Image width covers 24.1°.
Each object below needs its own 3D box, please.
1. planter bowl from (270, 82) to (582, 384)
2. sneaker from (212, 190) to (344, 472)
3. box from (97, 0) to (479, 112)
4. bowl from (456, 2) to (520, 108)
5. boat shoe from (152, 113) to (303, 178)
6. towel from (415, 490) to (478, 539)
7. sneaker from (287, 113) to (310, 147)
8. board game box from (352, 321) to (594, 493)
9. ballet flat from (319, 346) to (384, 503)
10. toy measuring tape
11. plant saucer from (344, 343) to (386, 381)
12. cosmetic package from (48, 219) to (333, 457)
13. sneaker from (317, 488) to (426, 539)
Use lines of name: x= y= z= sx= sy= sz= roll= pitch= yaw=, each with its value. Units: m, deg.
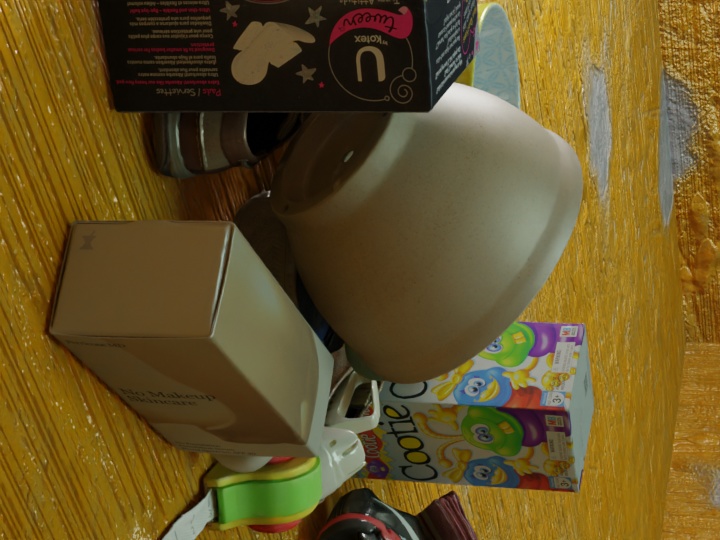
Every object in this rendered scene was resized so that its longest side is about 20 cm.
planter bowl: x=0.027 y=-0.046 z=1.098 sx=0.134 sy=0.199 sz=0.201 roll=38 pitch=47 yaw=-27
sneaker: x=-0.051 y=0.057 z=1.173 sx=0.111 sy=0.076 sz=0.202 roll=47 pitch=40 yaw=-53
box: x=-0.040 y=-0.162 z=0.995 sx=0.132 sy=0.198 sz=0.116 roll=-52 pitch=141 yaw=-62
bowl: x=0.073 y=-0.138 z=1.516 sx=0.200 sy=0.107 sz=0.202 roll=0 pitch=90 yaw=-73
boat shoe: x=-0.070 y=-0.105 z=1.113 sx=0.200 sy=0.071 sz=0.076 roll=-52 pitch=140 yaw=-63
towel: x=0.083 y=0.274 z=1.447 sx=0.145 sy=0.023 sz=0.200 roll=60 pitch=-21 yaw=11
sneaker: x=-0.011 y=-0.087 z=1.275 sx=0.201 sy=0.067 sz=0.090 roll=-78 pitch=151 yaw=-57
board game box: x=0.090 y=0.112 z=1.426 sx=0.103 sy=0.198 sz=0.105 roll=-71 pitch=156 yaw=-44
ballet flat: x=-0.024 y=0.122 z=1.284 sx=0.201 sy=0.067 sz=0.069 roll=-67 pitch=152 yaw=-50
toy measuring tape: x=-0.071 y=0.156 z=1.130 sx=0.200 sy=0.073 sz=0.074 roll=-46 pitch=135 yaw=-66
plant saucer: x=0.046 y=-0.015 z=1.222 sx=0.039 sy=0.200 sz=0.202 roll=39 pitch=46 yaw=-27
cosmetic package: x=-0.093 y=0.045 z=0.997 sx=0.200 sy=0.104 sz=0.072 roll=55 pitch=39 yaw=-60
sneaker: x=0.039 y=0.256 z=1.382 sx=0.201 sy=0.071 sz=0.098 roll=50 pitch=19 yaw=-21
